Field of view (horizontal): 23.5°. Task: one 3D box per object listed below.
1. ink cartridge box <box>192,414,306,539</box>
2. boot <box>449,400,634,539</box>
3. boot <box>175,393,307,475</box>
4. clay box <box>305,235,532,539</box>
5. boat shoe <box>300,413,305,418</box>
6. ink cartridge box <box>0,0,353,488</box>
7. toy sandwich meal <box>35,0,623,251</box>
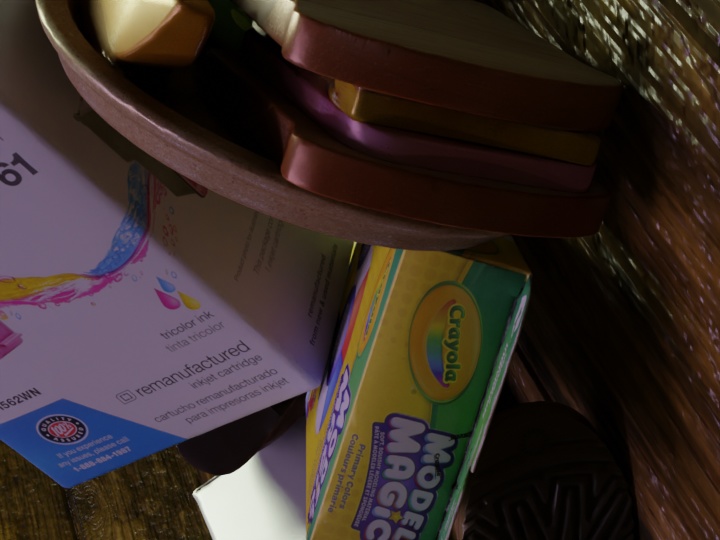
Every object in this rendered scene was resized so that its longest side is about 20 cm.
[{"bbox_3d":[0.018,0.180,0.813,0.200,0.083,0.145,57,178,-35],"label":"ink cartridge box"},{"bbox_3d":[0.048,0.082,0.735,0.200,0.066,0.175,-120,17,-56],"label":"boot"},{"bbox_3d":[0.000,0.000,0.834,0.064,0.186,0.200,48,-159,-2],"label":"boot"},{"bbox_3d":[0.016,0.031,0.623,0.200,0.048,0.115,-94,21,-77],"label":"clay box"},{"bbox_3d":[-0.013,0.122,0.935,0.072,0.072,0.200,56,-171,24],"label":"boat shoe"},{"bbox_3d":[-0.123,-0.021,0.643,0.200,0.144,0.085,44,-141,-29],"label":"ink cartridge box"},{"bbox_3d":[-0.009,-0.075,0.560,0.070,0.205,0.205,-66,30,24],"label":"toy sandwich meal"}]
